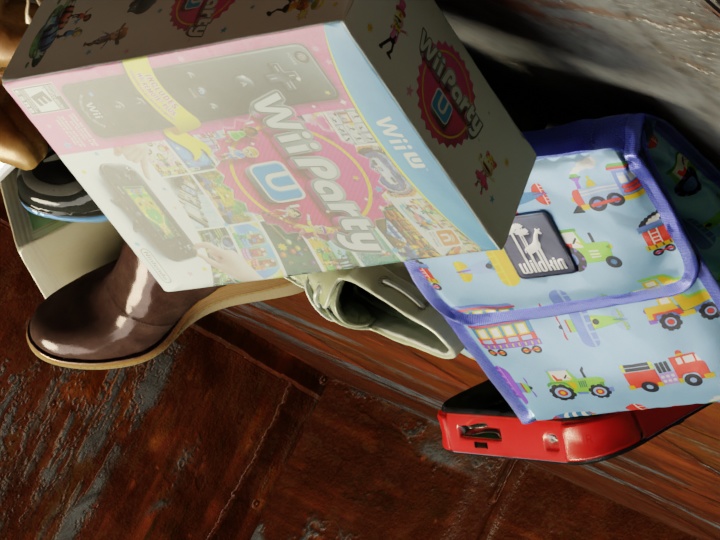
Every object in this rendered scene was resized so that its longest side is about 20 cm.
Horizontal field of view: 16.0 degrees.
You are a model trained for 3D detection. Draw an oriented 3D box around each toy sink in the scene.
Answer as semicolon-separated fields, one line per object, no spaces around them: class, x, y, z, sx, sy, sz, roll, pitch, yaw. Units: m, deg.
toy sink;-0.128;-0.056;1.683;0.131;0.199;0.112;-114;-2;-54

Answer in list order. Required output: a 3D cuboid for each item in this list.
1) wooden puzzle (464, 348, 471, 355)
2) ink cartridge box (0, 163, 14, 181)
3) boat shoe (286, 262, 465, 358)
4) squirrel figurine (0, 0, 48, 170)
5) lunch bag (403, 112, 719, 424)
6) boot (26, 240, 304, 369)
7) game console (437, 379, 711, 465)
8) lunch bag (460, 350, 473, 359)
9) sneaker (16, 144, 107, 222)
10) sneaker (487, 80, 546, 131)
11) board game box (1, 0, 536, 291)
wooden puzzle;0.032;-0.009;1.578;0.200;0.046;0.185;44;-176;-7
ink cartridge box;-0.276;-0.115;1.614;0.146;0.086;0.200;41;132;-13
boat shoe;0.000;0.000;1.437;0.199;0.062;0.072;12;145;49
squirrel figurine;-0.229;-0.170;1.331;0.199;0.142;0.187;24;168;4
lunch bag;0.106;-0.017;1.252;0.150;0.095;0.200;-8;144;33
boot;-0.126;-0.023;1.551;0.167;0.199;0.073;72;-179;-54
game console;0.155;0.068;1.529;0.200;0.176;0.031;-1;109;62
lunch bag;0.128;0.042;1.845;0.199;0.078;0.160;27;174;4
sneaker;-0.130;-0.090;1.562;0.198;0.071;0.083;-20;145;24
sneaker;0.053;-0.060;1.344;0.090;0.077;0.200;17;178;1
board game box;-0.042;-0.069;1.162;0.199;0.065;0.148;-7;134;35
